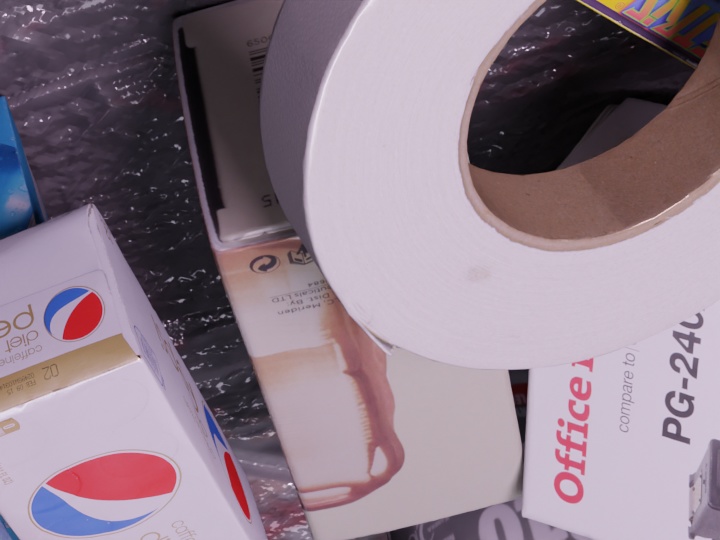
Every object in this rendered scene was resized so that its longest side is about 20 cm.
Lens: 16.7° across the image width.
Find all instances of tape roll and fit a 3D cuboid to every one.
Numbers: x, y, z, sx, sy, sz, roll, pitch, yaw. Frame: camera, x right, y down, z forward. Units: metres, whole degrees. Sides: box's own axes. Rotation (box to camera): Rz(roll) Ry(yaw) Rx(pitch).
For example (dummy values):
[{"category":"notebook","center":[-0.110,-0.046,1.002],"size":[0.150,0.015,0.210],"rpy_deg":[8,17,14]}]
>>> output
[{"category":"tape roll","center":[0.069,-0.057,0.706],"size":[0.202,0.037,0.203],"rpy_deg":[-16,135,-17]}]

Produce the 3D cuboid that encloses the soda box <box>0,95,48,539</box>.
[{"category":"soda box","center":[-0.130,0.030,0.869],"size":[0.064,0.068,0.200],"rpy_deg":[-15,146,-5]}]

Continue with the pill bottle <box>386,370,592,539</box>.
[{"category":"pill bottle","center":[0.080,0.150,1.006],"size":[0.113,0.200,0.114],"rpy_deg":[-11,146,-7]}]

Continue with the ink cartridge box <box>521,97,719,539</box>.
[{"category":"ink cartridge box","center":[0.160,0.038,0.849],"size":[0.199,0.083,0.146],"rpy_deg":[15,123,23]}]

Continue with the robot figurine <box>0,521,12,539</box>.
[{"category":"robot figurine","center":[-0.187,0.081,0.735],"size":[0.145,0.058,0.200],"rpy_deg":[-28,131,17]}]

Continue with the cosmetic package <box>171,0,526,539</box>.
[{"category":"cosmetic package","center":[0.000,0.000,0.850],"size":[0.087,0.104,0.200],"rpy_deg":[-14,144,1]}]

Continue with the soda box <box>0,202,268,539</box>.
[{"category":"soda box","center":[-0.083,0.065,0.823],"size":[0.068,0.064,0.200],"rpy_deg":[-21,146,0]}]

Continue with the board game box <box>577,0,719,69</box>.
[{"category":"board game box","center":[0.105,-0.152,0.716],"size":[0.165,0.057,0.200],"rpy_deg":[-35,143,29]}]
